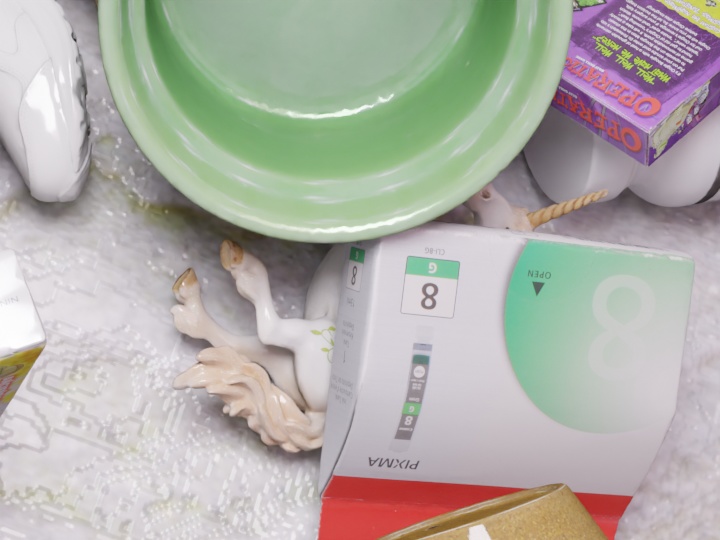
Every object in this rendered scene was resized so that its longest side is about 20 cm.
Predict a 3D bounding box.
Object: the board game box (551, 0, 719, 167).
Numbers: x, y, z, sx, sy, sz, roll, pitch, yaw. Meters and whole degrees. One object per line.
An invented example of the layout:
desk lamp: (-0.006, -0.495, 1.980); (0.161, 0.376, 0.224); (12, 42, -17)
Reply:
board game box: (0.100, -0.138, 0.993); (0.120, 0.032, 0.200); (-36, 56, -26)

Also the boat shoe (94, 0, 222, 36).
boat shoe: (-0.097, -0.147, 0.973); (0.072, 0.068, 0.201); (-29, 112, 16)

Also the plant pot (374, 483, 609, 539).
plant pot: (0.071, 0.196, 0.845); (0.185, 0.186, 0.202); (-16, 86, -22)

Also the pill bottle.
pill bottle: (0.186, -0.096, 1.051); (0.198, 0.116, 0.117); (-10, 79, -18)

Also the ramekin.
ramekin: (-0.014, -0.123, 0.898); (0.198, 0.098, 0.202); (-3, 116, -5)

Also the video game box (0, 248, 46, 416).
video game box: (-0.229, 0.061, 0.826); (0.181, 0.200, 0.047); (-15, 79, -22)

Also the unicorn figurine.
unicorn figurine: (0.000, 0.000, 0.996); (0.137, 0.074, 0.201); (38, 81, -15)

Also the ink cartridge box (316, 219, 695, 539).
ink cartridge box: (0.063, 0.082, 0.962); (0.159, 0.050, 0.202); (6, 92, -20)

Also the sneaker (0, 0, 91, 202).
sneaker: (-0.190, -0.114, 0.963); (0.099, 0.078, 0.201); (-21, 75, -14)
